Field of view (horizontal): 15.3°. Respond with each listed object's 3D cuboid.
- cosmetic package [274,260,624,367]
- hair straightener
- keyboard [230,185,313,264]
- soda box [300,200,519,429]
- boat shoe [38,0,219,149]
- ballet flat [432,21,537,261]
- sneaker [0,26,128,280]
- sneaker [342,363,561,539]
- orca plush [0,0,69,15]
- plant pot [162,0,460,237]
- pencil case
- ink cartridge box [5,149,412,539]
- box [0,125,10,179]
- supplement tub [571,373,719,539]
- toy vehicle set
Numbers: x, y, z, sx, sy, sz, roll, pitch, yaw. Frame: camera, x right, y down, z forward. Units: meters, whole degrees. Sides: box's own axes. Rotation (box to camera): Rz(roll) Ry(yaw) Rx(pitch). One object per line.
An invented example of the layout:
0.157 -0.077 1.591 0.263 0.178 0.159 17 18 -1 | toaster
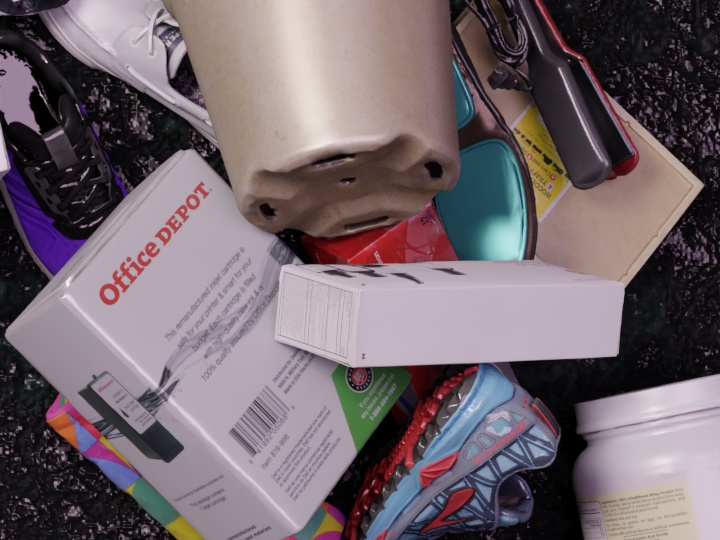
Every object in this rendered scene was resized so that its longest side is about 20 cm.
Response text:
0.055 0.023 1.591 0.200 0.083 0.051 -1 103 -37 | cosmetic package
0.111 -0.144 1.732 0.077 0.041 0.200 -24 90 -51 | hair straightener
0.000 0.000 1.704 0.200 0.040 0.104 23 102 -21 | keyboard
0.041 0.046 1.681 0.070 0.063 0.200 -36 119 -17 | soda box
-0.119 -0.136 1.692 0.200 0.069 0.072 43 74 -8 | boat shoe
0.070 -0.082 1.710 0.068 0.068 0.200 -20 86 16 | ballet flat
-0.187 -0.063 1.646 0.070 0.100 0.200 -33 93 -15 | sneaker
0.055 0.142 1.641 0.096 0.200 0.079 28 45 -7 | sneaker
-0.272 -0.216 1.640 0.200 0.071 0.105 26 52 9 | orca plush
-0.022 -0.127 1.587 0.200 0.200 0.184 -3 67 -17 | plant pot
-0.100 0.125 1.663 0.200 0.088 0.088 43 74 -10 | pencil case
-0.089 0.050 1.590 0.200 0.083 0.147 47 51 -10 | ink cartridge box
-0.281 -0.083 1.569 0.112 0.200 0.101 -12 87 -17 | box
0.216 0.171 1.714 0.145 0.145 0.200 -10 86 -17 | supplement tub
0.118 -0.076 1.776 0.200 0.027 0.124 43 74 -8 | toy vehicle set
